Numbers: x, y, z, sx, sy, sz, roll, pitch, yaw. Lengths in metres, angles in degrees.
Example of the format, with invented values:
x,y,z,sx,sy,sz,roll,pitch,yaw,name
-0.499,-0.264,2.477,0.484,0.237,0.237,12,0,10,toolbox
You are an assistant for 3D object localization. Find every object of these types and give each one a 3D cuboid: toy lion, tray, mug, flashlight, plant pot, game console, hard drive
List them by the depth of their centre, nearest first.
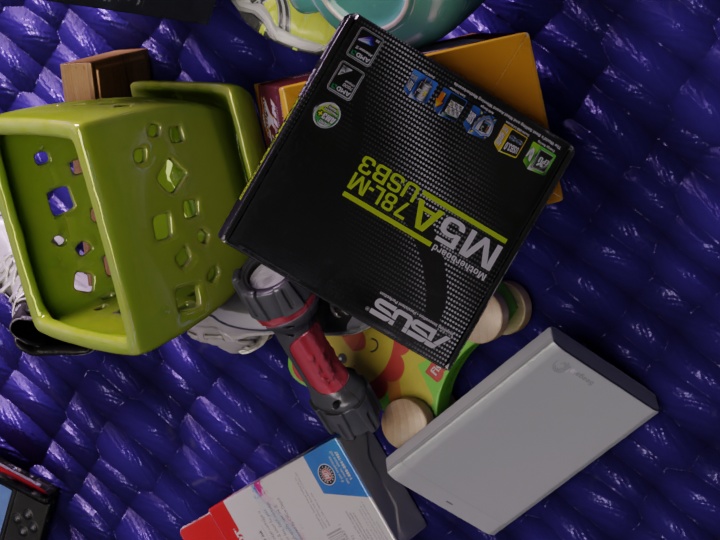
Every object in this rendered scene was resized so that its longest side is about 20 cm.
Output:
x,y,z,sx,sy,sz,roll,pitch,yaw,name
0.021,-0.239,1.571,0.152,0.114,0.185,36,133,7,mug
-0.037,0.063,1.655,0.068,0.068,0.200,-16,130,17,flashlight
-0.182,-0.058,1.669,0.200,0.181,0.200,8,116,54,plant pot
0.137,0.141,1.695,0.132,0.026,0.200,32,122,-29,hard drive
0.025,0.047,1.749,0.192,0.069,0.200,42,116,18,toy lion
-0.218,-0.095,1.797,0.037,0.099,0.201,-1,102,25,tray
-0.413,0.216,1.954,0.200,0.119,0.173,25,112,18,game console

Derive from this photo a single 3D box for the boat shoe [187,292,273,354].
x,y,z,sx,sy,sz,roll,pitch,yaw,name
-0.108,0.042,1.765,0.200,0.072,0.066,4,121,53,boat shoe

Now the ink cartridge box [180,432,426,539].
x,y,z,sx,sy,sz,roll,pitch,yaw,name
-0.055,0.235,1.823,0.200,0.067,0.116,-31,88,27,ink cartridge box

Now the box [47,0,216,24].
x,y,z,sx,sy,sz,roll,pitch,yaw,name
-0.233,-0.309,1.656,0.200,0.196,0.124,46,124,46,box

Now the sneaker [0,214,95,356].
x,y,z,sx,sy,sz,roll,pitch,yaw,name
-0.310,0.012,1.857,0.200,0.115,0.076,31,114,15,sneaker

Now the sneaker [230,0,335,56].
x,y,z,sx,sy,sz,roll,pitch,yaw,name
-0.075,-0.253,1.706,0.200,0.075,0.077,35,116,12,sneaker

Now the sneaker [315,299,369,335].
x,y,z,sx,sy,sz,roll,pitch,yaw,name
0.000,0.000,1.663,0.200,0.115,0.075,-24,75,31,sneaker

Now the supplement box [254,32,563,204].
x,y,z,sx,sy,sz,roll,pitch,yaw,name
0.032,-0.105,1.586,0.197,0.200,0.133,-14,98,-7,supplement box

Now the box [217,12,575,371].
x,y,z,sx,sy,sz,roll,pitch,yaw,name
0.027,-0.057,1.465,0.200,0.048,0.193,31,89,-10,box
